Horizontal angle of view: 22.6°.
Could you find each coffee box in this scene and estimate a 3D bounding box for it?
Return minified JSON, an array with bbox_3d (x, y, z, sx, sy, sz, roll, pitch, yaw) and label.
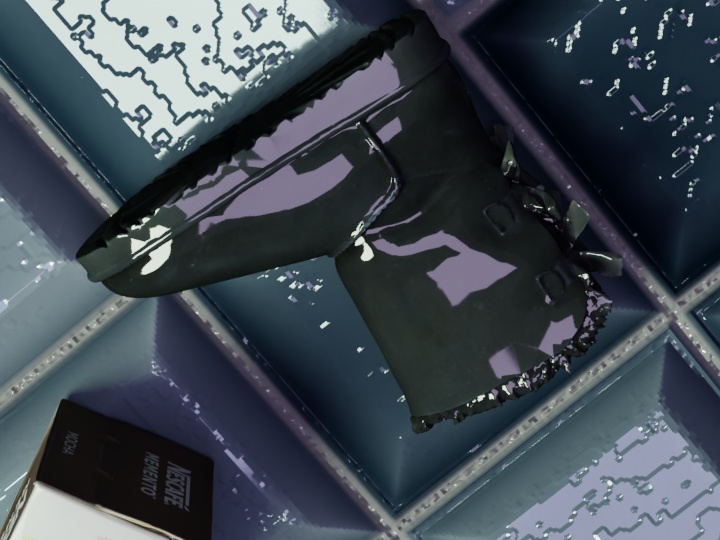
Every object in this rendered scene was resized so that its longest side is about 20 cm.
[{"bbox_3d":[-0.141,0.172,0.793,0.080,0.113,0.200,24,102,-9],"label":"coffee box"}]

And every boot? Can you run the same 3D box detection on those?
[{"bbox_3d":[-0.001,0.000,0.783,0.198,0.073,0.163,-33,106,4],"label":"boot"}]
